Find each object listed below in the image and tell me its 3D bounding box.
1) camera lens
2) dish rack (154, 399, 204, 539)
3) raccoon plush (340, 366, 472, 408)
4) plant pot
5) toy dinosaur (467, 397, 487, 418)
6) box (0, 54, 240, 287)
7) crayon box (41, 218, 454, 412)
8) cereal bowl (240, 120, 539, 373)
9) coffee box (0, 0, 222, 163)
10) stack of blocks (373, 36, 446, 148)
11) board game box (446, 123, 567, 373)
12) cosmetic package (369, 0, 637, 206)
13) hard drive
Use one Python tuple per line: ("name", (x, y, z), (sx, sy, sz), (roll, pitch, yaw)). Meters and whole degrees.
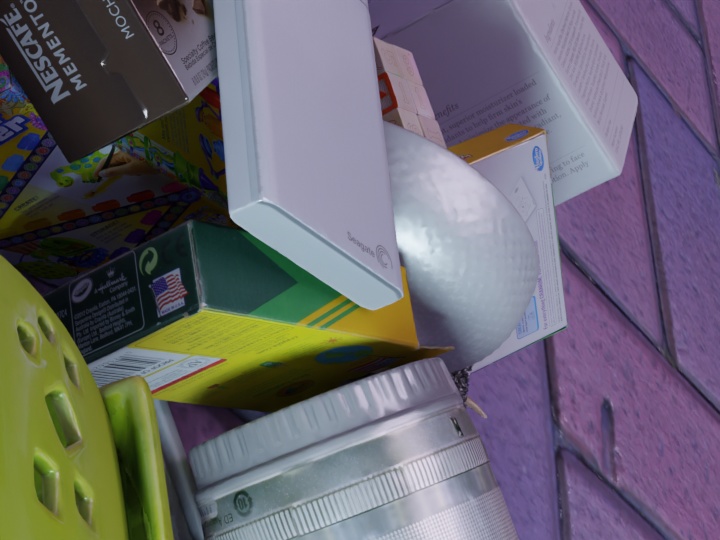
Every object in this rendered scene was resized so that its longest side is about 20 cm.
("camera lens", (0.008, 0.165, 1.002), (0.160, 0.159, 0.201), (-10, 77, -63))
("dish rack", (-0.148, 0.119, 0.983), (0.171, 0.043, 0.201), (3, 64, -60))
("raccoon plush", (0.058, 0.090, 1.241), (0.200, 0.097, 0.134), (-50, 136, -18))
("plant pot", (-0.180, 0.126, 0.751), (0.181, 0.199, 0.200), (39, 34, -54))
("toy dinosaur", (0.008, 0.048, 1.349), (0.200, 0.058, 0.102), (23, 61, -43))
("box", (-0.178, -0.119, 1.058), (0.192, 0.122, 0.201), (31, 41, -48))
("crayon box", (-0.060, 0.031, 1.003), (0.200, 0.127, 0.051), (13, 60, -49))
("cereal bowl", (0.000, 0.000, 1.110), (0.200, 0.200, 0.084), (46, 56, -31))
("coffee box", (-0.111, -0.151, 0.981), (0.113, 0.080, 0.200), (60, 27, -12))
("stack of blocks", (-0.017, -0.126, 1.374), (0.058, 0.115, 0.201), (13, 55, -58))
("board game box", (0.052, 0.001, 1.294), (0.199, 0.040, 0.154), (-23, 115, -33))
("cosmetic package", (0.110, -0.159, 1.586), (0.200, 0.164, 0.165), (56, 26, -17))
("hard drive", (-0.029, -0.094, 0.973), (0.132, 0.027, 0.201), (34, 42, -50))
